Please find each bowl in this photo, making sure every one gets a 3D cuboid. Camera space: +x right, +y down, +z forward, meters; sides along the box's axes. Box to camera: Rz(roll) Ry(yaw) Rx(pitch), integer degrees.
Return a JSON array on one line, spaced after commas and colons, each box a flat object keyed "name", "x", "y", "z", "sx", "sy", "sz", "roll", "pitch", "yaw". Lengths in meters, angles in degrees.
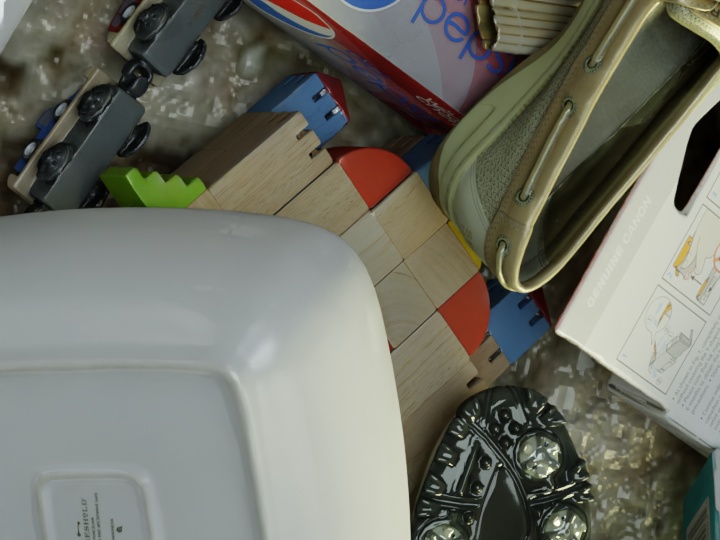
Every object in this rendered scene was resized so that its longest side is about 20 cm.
[{"name": "bowl", "x": -0.087, "y": 0.081, "z": 1.028, "sx": 0.199, "sy": 0.075, "sz": 0.200, "roll": -1, "pitch": 107, "yaw": 15}]

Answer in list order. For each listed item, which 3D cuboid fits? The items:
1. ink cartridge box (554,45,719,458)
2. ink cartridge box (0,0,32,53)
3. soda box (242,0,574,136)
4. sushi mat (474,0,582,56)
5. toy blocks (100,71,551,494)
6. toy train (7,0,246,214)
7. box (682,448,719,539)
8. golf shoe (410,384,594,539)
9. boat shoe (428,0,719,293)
[{"name": "ink cartridge box", "x": 0.166, "y": -0.029, "z": 1.142, "sx": 0.176, "sy": 0.045, "sz": 0.200, "roll": 34, "pitch": 84, "yaw": -40}, {"name": "ink cartridge box", "x": -0.173, "y": -0.133, "z": 1.015, "sx": 0.116, "sy": 0.068, "sz": 0.200, "roll": 32, "pitch": 85, "yaw": -18}, {"name": "soda box", "x": 0.006, "y": -0.112, "z": 1.069, "sx": 0.200, "sy": 0.070, "sz": 0.063, "roll": 33, "pitch": 81, "yaw": -37}, {"name": "sushi mat", "x": 0.116, "y": -0.129, "z": 1.112, "sx": 0.200, "sy": 0.012, "sz": 0.096, "roll": 1, "pitch": 85, "yaw": -44}, {"name": "toy blocks", "x": 0.000, "y": 0.000, "z": 1.104, "sx": 0.137, "sy": 0.100, "sz": 0.200, "roll": -42, "pitch": 110, "yaw": -21}, {"name": "toy train", "x": -0.077, "y": -0.101, "z": 1.087, "sx": 0.034, "sy": 0.046, "sz": 0.200, "roll": 41, "pitch": 79, "yaw": -36}, {"name": "box", "x": 0.237, "y": 0.130, "z": 1.145, "sx": 0.200, "sy": 0.049, "sz": 0.082, "roll": 7, "pitch": 57, "yaw": -8}, {"name": "golf shoe", "x": 0.045, "y": 0.136, "z": 1.111, "sx": 0.077, "sy": 0.088, "sz": 0.200, "roll": -4, "pitch": 107, "yaw": -16}, {"name": "boat shoe", "x": 0.111, "y": -0.079, "z": 1.036, "sx": 0.201, "sy": 0.063, "sz": 0.073, "roll": -45, "pitch": 137, "yaw": 10}]
